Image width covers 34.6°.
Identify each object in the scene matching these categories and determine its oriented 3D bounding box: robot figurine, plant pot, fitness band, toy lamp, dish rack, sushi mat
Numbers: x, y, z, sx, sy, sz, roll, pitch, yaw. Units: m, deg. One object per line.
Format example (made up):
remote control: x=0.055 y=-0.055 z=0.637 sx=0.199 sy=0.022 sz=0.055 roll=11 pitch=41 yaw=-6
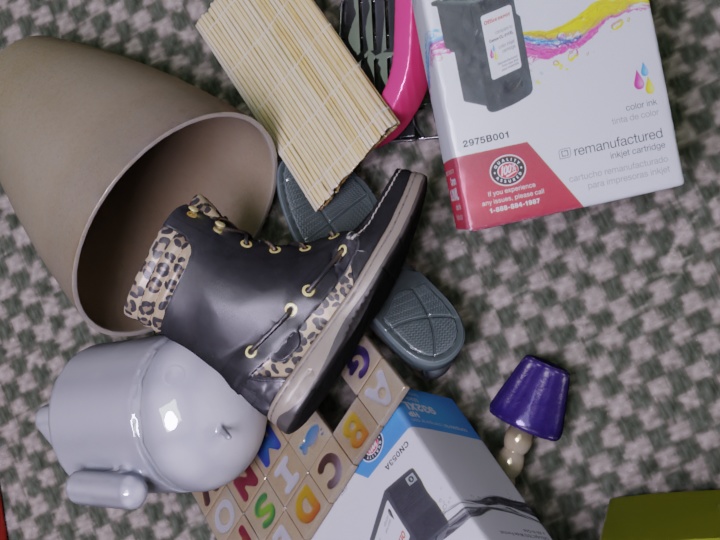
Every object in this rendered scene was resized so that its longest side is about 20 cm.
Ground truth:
robot figurine: x=-0.149 y=0.105 z=0.851 sx=0.198 sy=0.171 sz=0.113 roll=-9 pitch=129 yaw=37
plant pot: x=-0.195 y=-0.087 z=0.865 sx=0.200 sy=0.187 sz=0.188 roll=40 pitch=98 yaw=26
fitness band: x=-0.009 y=-0.189 z=0.849 sx=0.142 sy=0.037 sz=0.203 roll=1 pitch=92 yaw=41
toy lamp: x=0.098 y=0.160 z=0.832 sx=0.058 sy=0.058 sz=0.203 roll=21 pitch=93 yaw=14
dish rack: x=0.077 y=-0.169 z=0.848 sx=0.197 sy=0.054 sz=0.156 roll=-3 pitch=87 yaw=15
sushi mat: x=-0.052 y=-0.148 z=0.855 sx=0.096 sy=0.012 sz=0.201 roll=-47 pitch=63 yaw=29

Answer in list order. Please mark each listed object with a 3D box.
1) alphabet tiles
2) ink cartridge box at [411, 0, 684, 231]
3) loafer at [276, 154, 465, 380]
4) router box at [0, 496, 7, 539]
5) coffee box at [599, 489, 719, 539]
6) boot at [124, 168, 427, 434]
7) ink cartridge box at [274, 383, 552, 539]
alphabet tiles: x=-0.058 y=0.115 z=0.848 sx=0.201 sy=0.007 sz=0.167 roll=-58 pitch=43 yaw=14
ink cartridge box: x=0.114 y=-0.139 z=0.755 sx=0.144 sy=0.083 sz=0.203 roll=-12 pitch=92 yaw=2
loafer: x=0.000 y=0.000 z=0.859 sx=0.071 sy=0.063 sz=0.201 roll=-31 pitch=70 yaw=-18
router box: x=-0.402 y=0.167 z=0.963 sx=0.197 sy=0.049 sz=0.182 roll=-10 pitch=86 yaw=14
coffee box: x=0.257 y=0.246 z=0.716 sx=0.197 sy=0.199 sz=0.201 roll=-6 pitch=87 yaw=14
boot: x=-0.055 y=-0.009 z=0.792 sx=0.149 sy=0.073 sz=0.202 roll=28 pitch=79 yaw=11
ink cartridge box: x=0.045 y=0.200 z=0.774 sx=0.146 sy=0.083 sz=0.201 roll=-53 pitch=46 yaw=18
